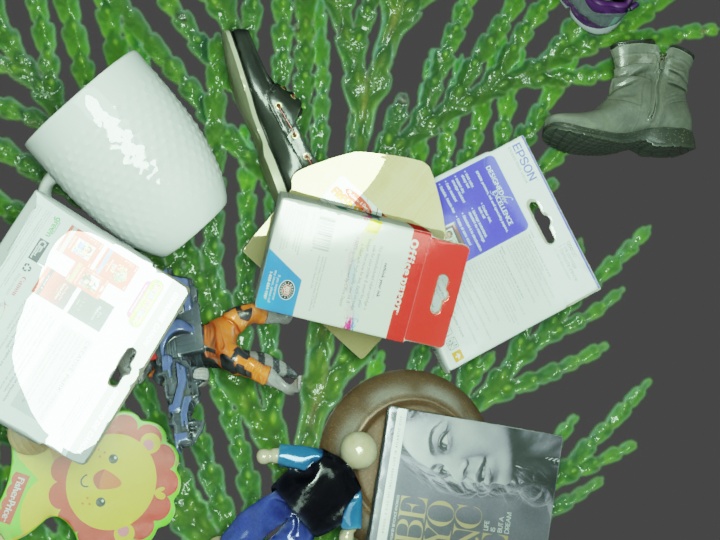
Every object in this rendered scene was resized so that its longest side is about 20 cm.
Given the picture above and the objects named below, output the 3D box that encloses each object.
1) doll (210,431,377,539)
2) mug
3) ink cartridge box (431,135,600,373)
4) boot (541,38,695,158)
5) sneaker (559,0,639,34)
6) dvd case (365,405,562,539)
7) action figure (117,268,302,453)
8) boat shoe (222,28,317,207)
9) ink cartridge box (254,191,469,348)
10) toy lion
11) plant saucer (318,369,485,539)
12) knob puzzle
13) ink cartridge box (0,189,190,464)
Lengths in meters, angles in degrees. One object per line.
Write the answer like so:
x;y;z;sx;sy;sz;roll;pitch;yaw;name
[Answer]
-0.063;0.239;1.167;0.200;0.048;0.137;-40;94;1;doll
-0.244;-0.093;1.146;0.200;0.148;0.176;-37;102;18;mug
0.137;-0.019;1.251;0.199;0.043;0.199;-27;90;-9;ink cartridge box
0.296;-0.202;1.295;0.199;0.068;0.132;1;80;-18;boot
0.233;-0.357;1.277;0.200;0.088;0.075;37;79;-6;sneaker
0.113;0.235;1.203;0.199;0.016;0.150;11;83;-10;dvd case
-0.157;0.105;1.158;0.192;0.105;0.201;1;60;-6;action figure
-0.094;-0.167;1.206;0.063;0.074;0.203;-23;95;-10;boat shoe
0.000;0.000;1.153;0.199;0.067;0.117;14;97;-8;ink cartridge box
-0.287;0.233;1.145;0.191;0.069;0.201;24;81;-16;toy lion
0.054;0.209;1.221;0.199;0.037;0.202;1;84;-11;plant saucer
0.003;-0.039;1.198;0.218;0.030;0.221;-1;98;-6;knob puzzle
-0.287;0.057;1.073;0.175;0.084;0.201;33;80;-8;ink cartridge box
